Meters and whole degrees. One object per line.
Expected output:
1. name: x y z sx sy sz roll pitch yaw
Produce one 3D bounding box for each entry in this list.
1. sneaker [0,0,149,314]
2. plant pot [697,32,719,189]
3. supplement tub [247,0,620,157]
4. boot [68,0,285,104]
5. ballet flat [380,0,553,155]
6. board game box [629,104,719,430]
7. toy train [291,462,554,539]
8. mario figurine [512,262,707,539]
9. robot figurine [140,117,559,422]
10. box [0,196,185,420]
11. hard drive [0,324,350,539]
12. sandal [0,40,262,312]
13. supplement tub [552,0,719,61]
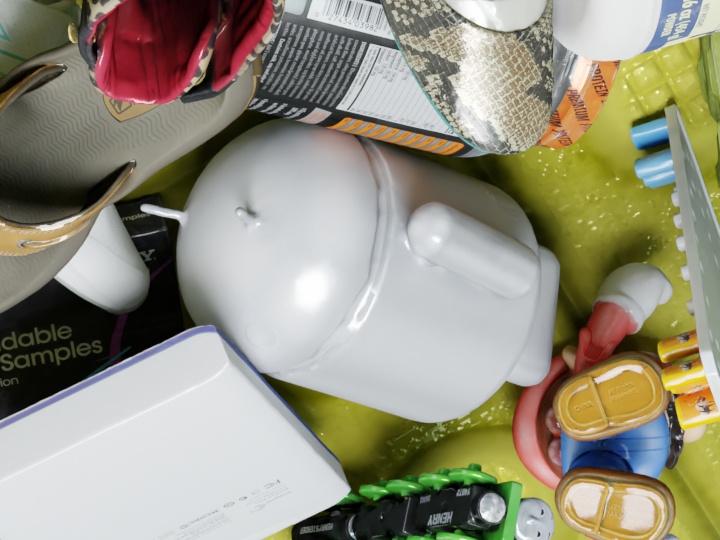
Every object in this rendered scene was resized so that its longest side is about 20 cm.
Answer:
1. sneaker: -0.139 -0.070 1.071 0.080 0.070 0.201 -34 110 -3
2. plant pot: 0.243 -0.100 1.104 0.188 0.201 0.201 -9 123 5
3. supplement tub: 0.005 -0.118 1.058 0.199 0.123 0.123 12 117 -21
4. boot: -0.082 -0.132 0.922 0.073 0.152 0.200 18 150 -32
5. ballet flat: 0.032 -0.145 0.962 0.067 0.201 0.075 -7 156 -27
6. board game box: 0.168 0.057 1.161 0.026 0.201 0.201 -16 124 12
7. toy train: 0.026 0.122 1.185 0.056 0.200 0.042 19 73 -23
8. mario figurine: 0.132 0.071 1.165 0.106 0.200 0.124 33 95 2
9. robot figurine: 0.000 0.000 1.119 0.199 0.114 0.169 19 157 -39
10. box: -0.146 0.070 1.185 0.142 0.036 0.201 -12 120 -7
11. hard drive: -0.090 0.091 1.111 0.131 0.026 0.200 -26 156 5
12. sandal: -0.121 -0.040 0.998 0.199 0.055 0.082 -30 105 30
13. supplement tub: 0.157 -0.173 0.967 0.199 0.145 0.146 -16 123 -10
